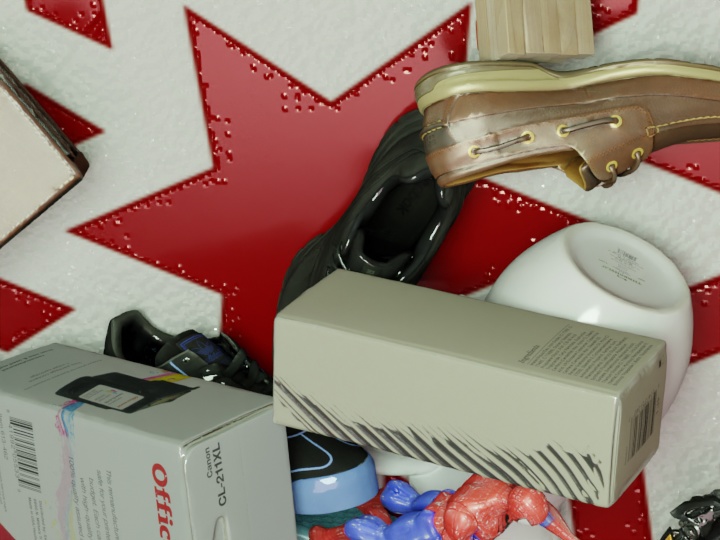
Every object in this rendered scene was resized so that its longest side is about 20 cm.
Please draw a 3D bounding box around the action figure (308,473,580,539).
[{"bbox_3d":[0.059,0.157,1.310,0.099,0.065,0.200,52,150,-8],"label":"action figure"}]

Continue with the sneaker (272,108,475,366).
[{"bbox_3d":[0.000,0.000,1.360,0.076,0.091,0.200,26,114,-2],"label":"sneaker"}]

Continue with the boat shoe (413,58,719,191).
[{"bbox_3d":[0.130,-0.076,1.300,0.199,0.072,0.068,-1,77,-6],"label":"boat shoe"}]

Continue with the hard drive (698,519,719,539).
[{"bbox_3d":[0.263,0.199,1.419,0.200,0.038,0.140,-36,101,20],"label":"hard drive"}]

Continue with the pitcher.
[{"bbox_3d":[0.087,0.064,1.355,0.171,0.121,0.200,24,122,-6],"label":"pitcher"}]

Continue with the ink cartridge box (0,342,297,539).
[{"bbox_3d":[-0.132,0.135,1.352,0.200,0.083,0.146,11,114,42],"label":"ink cartridge box"}]

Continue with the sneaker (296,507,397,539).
[{"bbox_3d":[-0.068,0.190,1.448,0.199,0.080,0.131,23,117,7],"label":"sneaker"}]

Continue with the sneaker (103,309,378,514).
[{"bbox_3d":[-0.076,0.082,1.381,0.200,0.070,0.078,15,119,32],"label":"sneaker"}]

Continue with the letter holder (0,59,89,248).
[{"bbox_3d":[-0.278,-0.047,1.352,0.200,0.101,0.142,-40,98,1],"label":"letter holder"}]

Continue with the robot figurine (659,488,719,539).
[{"bbox_3d":[0.263,0.172,1.358,0.200,0.058,0.145,-36,100,18],"label":"robot figurine"}]

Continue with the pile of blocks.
[{"bbox_3d":[0.062,-0.199,1.303,0.062,0.082,0.200,-16,101,59],"label":"pile of blocks"}]

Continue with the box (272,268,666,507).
[{"bbox_3d":[0.057,0.060,1.259,0.199,0.082,0.069,13,115,25],"label":"box"}]
